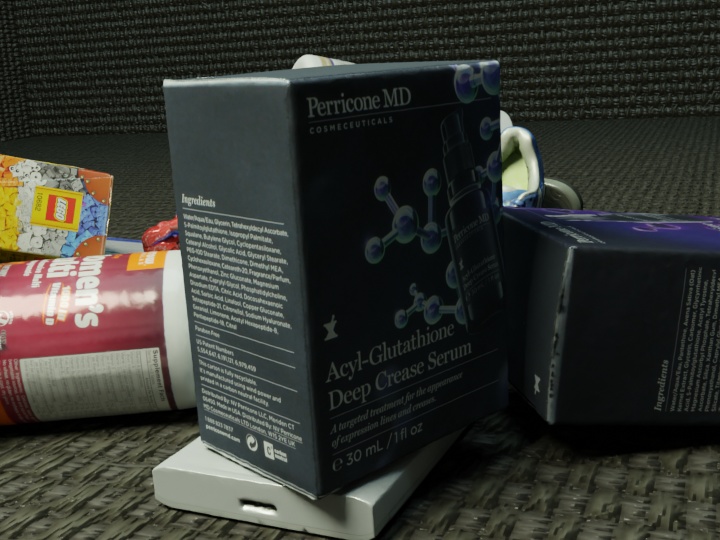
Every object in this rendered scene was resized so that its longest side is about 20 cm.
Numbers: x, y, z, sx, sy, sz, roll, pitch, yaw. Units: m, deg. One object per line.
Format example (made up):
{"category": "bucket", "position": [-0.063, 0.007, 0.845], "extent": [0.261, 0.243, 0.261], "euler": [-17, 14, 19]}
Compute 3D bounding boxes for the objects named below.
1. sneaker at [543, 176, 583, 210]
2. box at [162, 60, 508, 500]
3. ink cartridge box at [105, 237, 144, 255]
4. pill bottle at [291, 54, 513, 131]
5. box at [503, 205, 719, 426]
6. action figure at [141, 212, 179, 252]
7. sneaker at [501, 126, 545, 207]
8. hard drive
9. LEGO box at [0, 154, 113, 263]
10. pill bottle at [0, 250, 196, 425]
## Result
{"category": "sneaker", "position": [0.165, -0.065, 0.936], "extent": [0.106, 0.075, 0.200], "euler": [-31, 6, -32]}
{"category": "box", "position": [-0.007, -0.008, 0.502], "extent": [0.148, 0.201, 0.107], "euler": [-16, 18, -41]}
{"category": "ink cartridge box", "position": [-0.218, -0.005, 0.944], "extent": [0.119, 0.042, 0.200], "euler": [5, 8, -21]}
{"category": "pill bottle", "position": [0.031, -0.119, 0.850], "extent": [0.199, 0.120, 0.120], "euler": [8, 9, -18]}
{"category": "box", "position": [0.187, 0.024, 0.586], "extent": [0.199, 0.105, 0.148], "euler": [2, 12, -12]}
{"category": "action figure", "position": [-0.131, -0.057, 0.848], "extent": [0.099, 0.065, 0.200], "euler": [-7, 40, 29]}
{"category": "sneaker", "position": [0.103, -0.028, 0.752], "extent": [0.075, 0.077, 0.201], "euler": [9, 61, 12]}
{"category": "hard drive", "position": [-0.011, 0.094, 0.562], "extent": [0.131, 0.026, 0.200], "euler": [3, 15, 25]}
{"category": "LEGO box", "position": [-0.303, -0.034, 0.802], "extent": [0.148, 0.077, 0.200], "euler": [9, -14, -20]}
{"category": "pill bottle", "position": [-0.159, 0.043, 0.636], "extent": [0.199, 0.110, 0.110], "euler": [-5, 13, -5]}
